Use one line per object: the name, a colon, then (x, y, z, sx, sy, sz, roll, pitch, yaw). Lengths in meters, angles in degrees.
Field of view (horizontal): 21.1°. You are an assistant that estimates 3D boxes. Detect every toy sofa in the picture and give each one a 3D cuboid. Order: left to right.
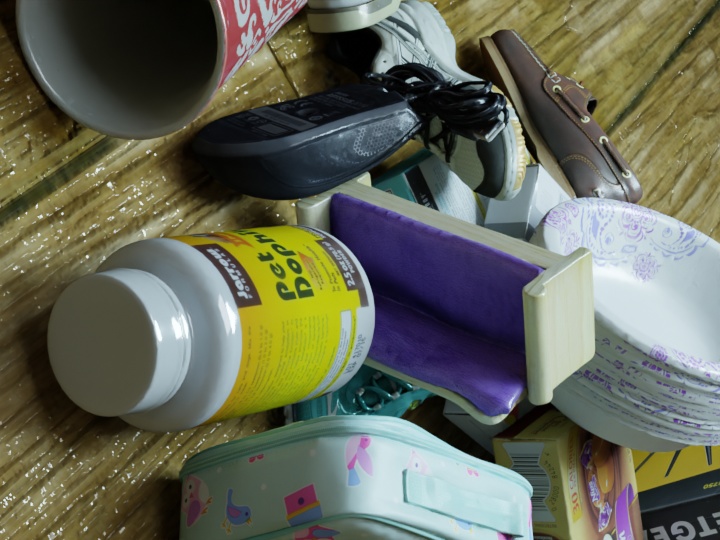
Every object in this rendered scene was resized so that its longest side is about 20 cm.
toy sofa: (0.043, 0.013, 1.216, 0.098, 0.200, 0.083, -32, 131, -38)

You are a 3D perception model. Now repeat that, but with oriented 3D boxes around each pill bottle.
pill bottle: (-0.085, 0.032, 1.111, 0.200, 0.109, 0.109, -9, 79, -57)

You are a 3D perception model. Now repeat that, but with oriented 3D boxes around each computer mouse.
computer mouse: (-0.013, -0.083, 1.261, 0.200, 0.138, 0.053, -16, 113, -23)

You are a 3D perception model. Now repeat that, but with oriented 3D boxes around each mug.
mug: (-0.100, -0.194, 1.181, 0.200, 0.133, 0.178, -49, 157, -59)

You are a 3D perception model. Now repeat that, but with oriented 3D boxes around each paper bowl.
paper bowl: (0.194, 0.047, 1.340, 0.201, 0.104, 0.201, 19, 29, -11)

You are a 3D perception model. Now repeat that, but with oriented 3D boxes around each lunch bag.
lunch bag: (0.005, 0.146, 1.131, 0.200, 0.160, 0.077, 25, 52, -47)

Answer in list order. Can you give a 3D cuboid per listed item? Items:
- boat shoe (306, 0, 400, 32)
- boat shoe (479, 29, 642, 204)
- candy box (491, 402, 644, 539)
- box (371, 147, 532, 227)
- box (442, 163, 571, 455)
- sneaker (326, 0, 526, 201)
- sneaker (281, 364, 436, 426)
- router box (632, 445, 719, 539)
boat shoe: (0.011, -0.232, 1.418, 0.200, 0.075, 0.068, -54, 137, -64)
boat shoe: (0.160, -0.119, 1.555, 0.070, 0.070, 0.200, 66, -1, -62)
candy box: (0.154, 0.194, 1.373, 0.117, 0.056, 0.200, -27, 110, -56)
box: (0.071, -0.056, 1.452, 0.200, 0.049, 0.082, -35, 102, -57)
box: (0.133, 0.045, 1.435, 0.156, 0.041, 0.200, 40, 54, -48)
sneaker: (0.042, -0.115, 1.377, 0.088, 0.076, 0.200, -10, 45, -28)
sneaker: (0.021, 0.063, 1.265, 0.200, 0.080, 0.078, -40, 113, -42)
router box: (0.260, 0.158, 1.465, 0.051, 0.200, 0.149, 62, 33, -14)
